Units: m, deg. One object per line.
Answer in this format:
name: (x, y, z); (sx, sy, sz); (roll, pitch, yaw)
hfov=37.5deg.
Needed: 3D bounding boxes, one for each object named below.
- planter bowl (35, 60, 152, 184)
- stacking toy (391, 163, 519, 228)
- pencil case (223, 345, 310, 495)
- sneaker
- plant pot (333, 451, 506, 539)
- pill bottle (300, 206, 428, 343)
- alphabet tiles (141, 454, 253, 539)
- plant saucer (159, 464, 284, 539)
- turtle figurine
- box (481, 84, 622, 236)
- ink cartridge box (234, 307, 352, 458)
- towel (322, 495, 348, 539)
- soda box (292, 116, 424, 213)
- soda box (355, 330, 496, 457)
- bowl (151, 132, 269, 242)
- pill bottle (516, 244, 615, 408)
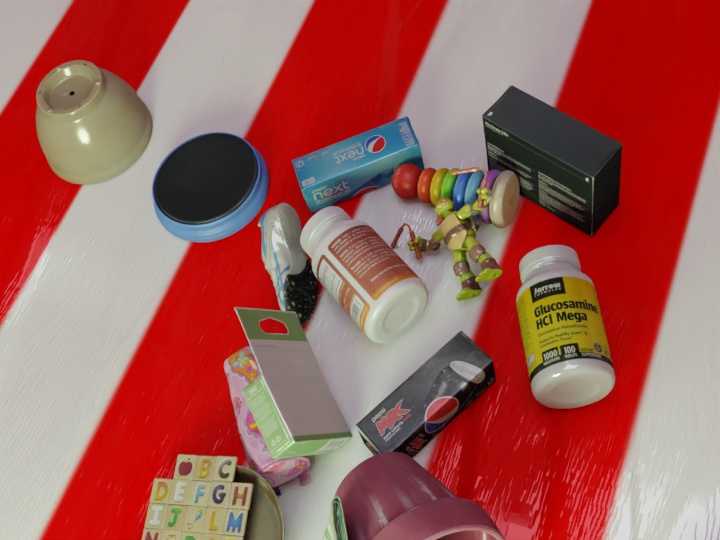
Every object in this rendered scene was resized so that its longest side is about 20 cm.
planter bowl: (-0.471, -0.268, 1.805); (0.196, 0.135, 0.204); (-6, 58, 10)
stacking toy: (0.138, -0.121, 1.609); (0.197, 0.086, 0.086); (12, 61, 28)
pencil case: (-0.129, 0.202, 1.465); (0.086, 0.088, 0.202); (-21, 57, -1)
sneaker: (-0.113, -0.003, 1.604); (0.072, 0.071, 0.203); (-34, 56, 38)
plant pot: (0.056, 0.327, 1.286); (0.198, 0.202, 0.179); (-32, 41, -8)
pill bottle: (0.000, 0.000, 1.538); (0.111, 0.113, 0.200); (-36, 58, -10)
alphabet tiles: (-0.220, 0.343, 1.392); (0.164, 0.006, 0.204); (-3, 67, 30)
plant saucer: (-0.177, 0.358, 1.382); (0.197, 0.032, 0.204); (-12, 63, 24)
turtle figurine: (0.138, -0.041, 1.549); (0.199, 0.064, 0.164); (-37, 62, 30)
box: (0.280, -0.162, 1.554); (0.199, 0.142, 0.079); (35, 71, 28)
ink cartridge box: (-0.102, 0.150, 1.427); (0.048, 0.145, 0.202); (-38, 67, 24)
towel: (-0.033, 0.382, 1.260); (0.023, 0.201, 0.155); (-3, 55, -12)
soda box: (-0.002, -0.166, 1.668); (0.197, 0.068, 0.065); (-20, 56, 0)
soda box: (0.091, 0.179, 1.435); (0.199, 0.064, 0.071); (-41, 58, -12)
bowl: (-0.247, -0.141, 1.730); (0.196, 0.040, 0.204); (-6, 58, 9)
pill bottle: (0.270, 0.072, 1.427); (0.110, 0.113, 0.203); (-10, 57, 7)
